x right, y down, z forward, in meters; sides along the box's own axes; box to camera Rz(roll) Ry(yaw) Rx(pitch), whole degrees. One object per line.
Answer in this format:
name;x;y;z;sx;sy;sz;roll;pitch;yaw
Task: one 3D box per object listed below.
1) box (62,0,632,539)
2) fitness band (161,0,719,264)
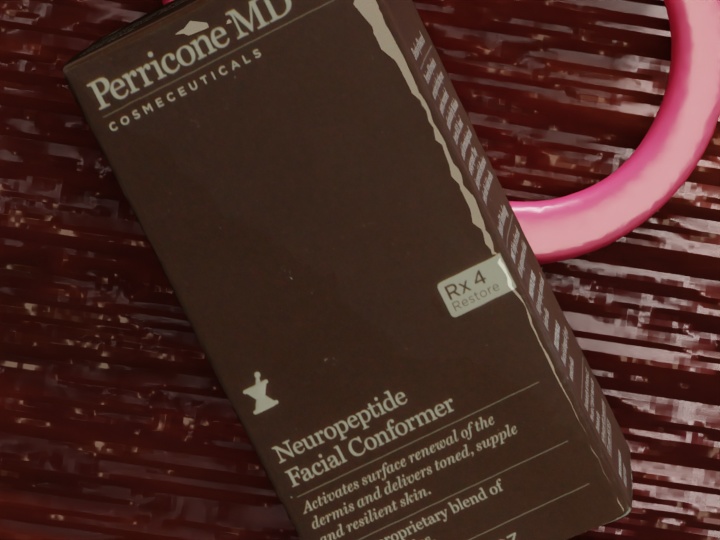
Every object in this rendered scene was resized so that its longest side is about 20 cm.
box;0.000;0.000;0.874;0.100;0.075;0.201;-26;97;9
fitness band;0.027;-0.090;0.923;0.200;0.037;0.144;36;85;-2
